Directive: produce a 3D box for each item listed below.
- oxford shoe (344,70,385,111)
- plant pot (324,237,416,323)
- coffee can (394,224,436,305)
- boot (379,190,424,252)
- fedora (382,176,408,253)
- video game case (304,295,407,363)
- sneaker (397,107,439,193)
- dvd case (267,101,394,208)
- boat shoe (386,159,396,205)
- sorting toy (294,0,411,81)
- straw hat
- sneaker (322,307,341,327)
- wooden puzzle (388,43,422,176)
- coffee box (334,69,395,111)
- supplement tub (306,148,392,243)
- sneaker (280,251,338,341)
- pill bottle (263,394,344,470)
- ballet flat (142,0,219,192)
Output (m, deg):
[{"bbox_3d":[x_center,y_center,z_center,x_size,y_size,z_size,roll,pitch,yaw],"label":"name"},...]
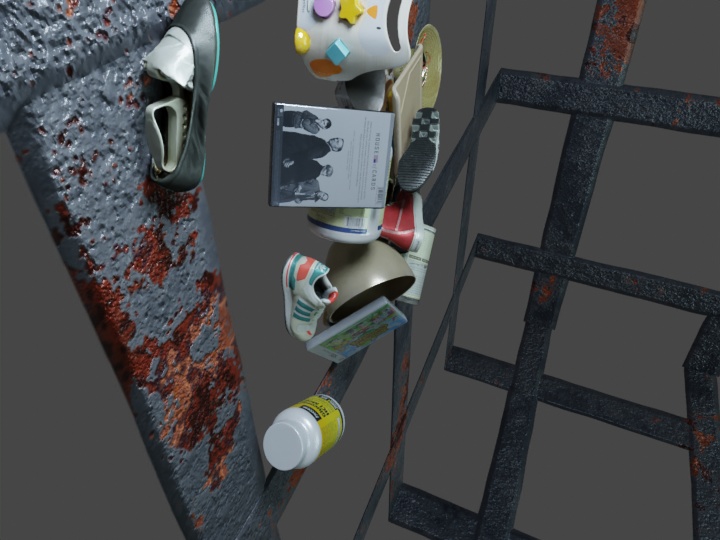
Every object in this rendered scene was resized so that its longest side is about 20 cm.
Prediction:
[{"bbox_3d":[0.006,-0.338,0.932,0.072,0.069,0.207,67,12,-69],"label":"oxford shoe"},{"bbox_3d":[0.000,0.000,1.120,0.138,0.196,0.200,65,11,16],"label":"plant pot"},{"bbox_3d":[0.111,-0.025,1.450,0.146,0.142,0.207,15,90,-71],"label":"coffee can"},{"bbox_3d":[0.055,-0.126,1.134,0.203,0.139,0.074,-88,-162,-56],"label":"boot"},{"bbox_3d":[0.095,-0.117,1.322,0.200,0.088,0.208,-167,-91,-80],"label":"fedora"},{"bbox_3d":[-0.004,0.134,1.188,0.196,0.023,0.182,-32,156,8],"label":"video game case"},{"bbox_3d":[0.125,-0.221,1.093,0.090,0.072,0.205,73,31,-56],"label":"sneaker"},{"bbox_3d":[-0.045,-0.175,0.852,0.025,0.193,0.156,-137,-131,-60],"label":"dvd case"},{"bbox_3d":[0.056,-0.215,1.226,0.075,0.072,0.210,-134,-132,-64],"label":"boat shoe"},{"bbox_3d":[0.002,-0.385,0.812,0.107,0.174,0.207,-34,135,-63],"label":"sorting toy"},{"bbox_3d":[0.119,-0.464,1.257,0.201,0.082,0.208,-41,137,-55],"label":"straw hat"},{"bbox_3d":[-0.021,0.104,1.243,0.199,0.085,0.078,26,81,-70],"label":"sneaker"},{"bbox_3d":[0.091,-0.326,1.108,0.189,0.036,0.203,84,22,-46],"label":"wooden puzzle"},{"bbox_3d":[0.022,-0.322,1.075,0.201,0.077,0.117,60,47,-65],"label":"coffee box"},{"bbox_3d":[-0.019,-0.165,0.964,0.145,0.140,0.207,-33,134,-64],"label":"supplement tub"},{"bbox_3d":[-0.088,0.062,1.001,0.071,0.090,0.205,-55,152,-45],"label":"sneaker"},{"bbox_3d":[-0.111,0.322,1.087,0.199,0.109,0.117,3,101,-72],"label":"pill bottle"},{"bbox_3d":[-0.189,-0.182,0.569,0.068,0.066,0.208,-19,121,-58],"label":"ballet flat"}]
